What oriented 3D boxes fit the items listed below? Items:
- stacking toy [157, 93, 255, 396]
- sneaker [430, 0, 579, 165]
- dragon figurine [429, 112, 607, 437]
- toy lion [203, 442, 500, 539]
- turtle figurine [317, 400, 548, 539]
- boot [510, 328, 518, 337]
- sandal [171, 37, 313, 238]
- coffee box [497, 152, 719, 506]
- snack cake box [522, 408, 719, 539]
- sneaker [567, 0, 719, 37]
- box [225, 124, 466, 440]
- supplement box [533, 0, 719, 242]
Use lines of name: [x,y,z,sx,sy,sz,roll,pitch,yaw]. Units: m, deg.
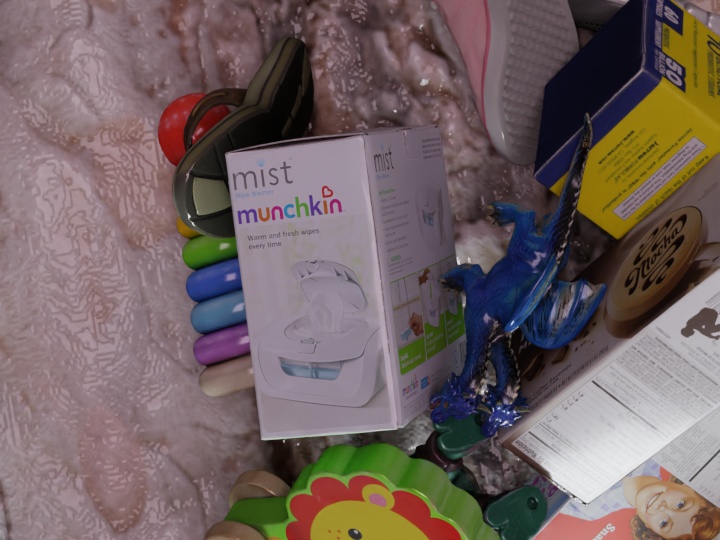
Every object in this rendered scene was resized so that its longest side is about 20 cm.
stacking toy: [-0.094,-0.021,1.178,0.085,0.085,0.202,-17,90,-1]
sneaker: [0.087,-0.177,1.183,0.075,0.104,0.202,-27,125,-24]
dragon figurine: [0.107,0.010,1.062,0.059,0.100,0.200,25,112,-38]
toy lion: [0.007,0.197,1.109,0.190,0.069,0.201,-8,121,31]
turtle figurine: [0.039,0.159,1.158,0.150,0.200,0.101,43,54,-4]
boot: [0.174,0.062,1.196,0.198,0.074,0.097,2,101,3]
sandal: [-0.081,-0.086,1.128,0.057,0.201,0.081,7,122,14]
coffee box: [0.180,0.039,1.075,0.080,0.114,0.200,35,126,-16]
snack cake box: [0.203,0.140,1.166,0.115,0.067,0.200,35,112,-15]
sneaker: [0.222,-0.133,1.186,0.198,0.078,0.092,21,97,-2]
box: [0.000,0.000,1.111,0.096,0.200,0.179,-7,95,17]
supplement box: [0.224,-0.068,1.126,0.199,0.109,0.110,34,127,-16]
